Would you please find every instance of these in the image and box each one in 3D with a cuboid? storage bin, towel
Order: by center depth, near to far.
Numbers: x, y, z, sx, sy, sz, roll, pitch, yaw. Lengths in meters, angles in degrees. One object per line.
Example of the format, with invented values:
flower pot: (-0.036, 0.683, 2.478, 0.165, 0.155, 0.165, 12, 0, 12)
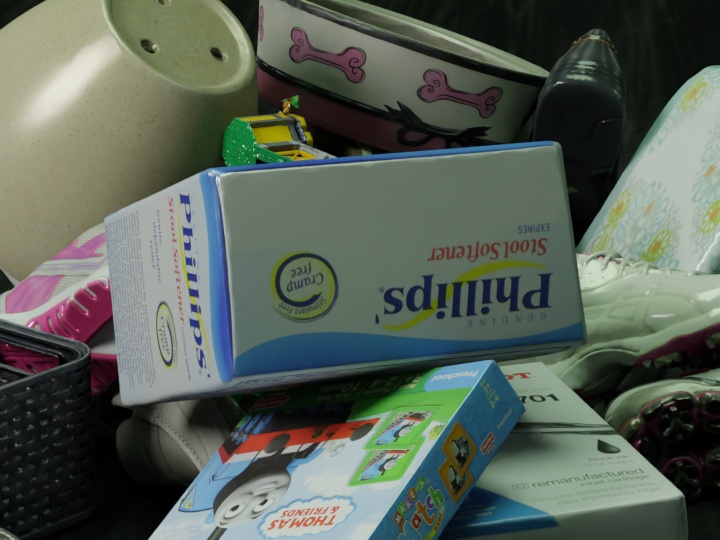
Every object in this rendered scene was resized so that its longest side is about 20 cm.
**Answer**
storage bin: (-0.247, 0.095, 1.437, 0.135, 0.094, 0.200, 14, 21, 38)
towel: (0.196, -0.021, 1.664, 0.048, 0.200, 0.171, 28, 9, -20)

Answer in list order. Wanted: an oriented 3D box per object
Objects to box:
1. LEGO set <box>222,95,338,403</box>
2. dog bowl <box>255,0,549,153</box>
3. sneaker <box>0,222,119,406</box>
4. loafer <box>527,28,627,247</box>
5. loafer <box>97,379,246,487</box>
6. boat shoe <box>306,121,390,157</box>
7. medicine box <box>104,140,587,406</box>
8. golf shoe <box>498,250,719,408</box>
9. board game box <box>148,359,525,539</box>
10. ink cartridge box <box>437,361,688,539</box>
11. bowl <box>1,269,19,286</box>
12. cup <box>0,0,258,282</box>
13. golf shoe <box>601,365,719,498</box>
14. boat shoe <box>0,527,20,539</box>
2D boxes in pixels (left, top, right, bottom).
LEGO set: (0.000, 0.000, 1.579, 0.116, 0.201, 0.154, -7, 10, -34)
dog bowl: (0.020, -0.123, 1.787, 0.200, 0.074, 0.200, 17, 9, -3)
sneaker: (-0.149, 0.025, 1.543, 0.200, 0.081, 0.088, -18, 28, 42)
loafer: (0.136, -0.065, 1.779, 0.073, 0.200, 0.072, 18, 44, 1)
loafer: (-0.096, 0.093, 1.505, 0.070, 0.070, 0.200, -41, 22, -4)
boat shoe: (0.009, -0.049, 1.765, 0.076, 0.072, 0.200, 21, 19, -16)
medicine box: (-0.013, 0.004, 1.372, 0.182, 0.103, 0.200, -6, -4, -21)
golf shoe: (0.152, 0.020, 1.559, 0.200, 0.092, 0.075, -20, -14, 18)
board game box: (-0.032, 0.122, 1.254, 0.151, 0.037, 0.200, -10, 32, 41)
ink cartridge box: (0.057, 0.121, 1.366, 0.146, 0.086, 0.200, -6, 20, -15)
bowl: (-0.145, -0.016, 1.721, 0.200, 0.075, 0.200, 47, 38, 15)
cup: (-0.139, -0.093, 1.628, 0.200, 0.143, 0.201, 23, 39, -20)
golf shoe: (0.232, 0.076, 1.530, 0.199, 0.073, 0.092, -3, 16, -7)
boat shoe: (-0.175, 0.155, 1.289, 0.072, 0.065, 0.200, -3, 17, -4)
